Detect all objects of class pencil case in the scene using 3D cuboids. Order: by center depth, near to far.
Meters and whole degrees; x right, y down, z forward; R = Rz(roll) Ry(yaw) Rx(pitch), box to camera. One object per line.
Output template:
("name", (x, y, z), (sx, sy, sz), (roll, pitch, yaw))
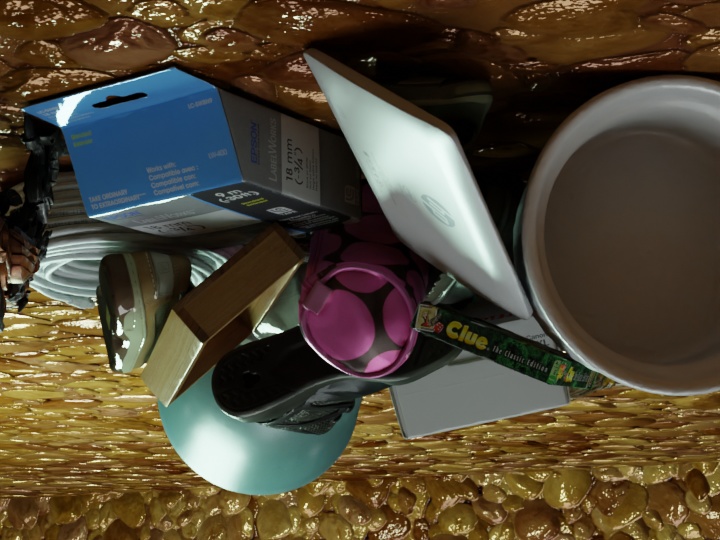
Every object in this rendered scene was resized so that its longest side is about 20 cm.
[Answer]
("pencil case", (0.000, 0.000, 1.268), (0.094, 0.091, 0.200), (39, -163, -12))

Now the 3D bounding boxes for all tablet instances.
("tablet", (0.038, -0.050, 1.099), (0.130, 0.014, 0.200), (34, 164, 36))

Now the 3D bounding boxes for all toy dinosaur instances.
("toy dinosaur", (-0.245, -0.031, 1.208), (0.101, 0.137, 0.200), (7, 166, -25))

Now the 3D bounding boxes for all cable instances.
("cable", (-0.190, -0.025, 1.387), (0.199, 0.070, 0.200), (-8, 164, 28))

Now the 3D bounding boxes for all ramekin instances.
("ramekin", (0.194, -0.019, 1.144), (0.199, 0.202, 0.098), (1, 175, -6))

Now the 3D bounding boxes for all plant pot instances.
("plant pot", (-0.085, 0.091, 1.639), (0.199, 0.202, 0.161), (2, 158, -10))

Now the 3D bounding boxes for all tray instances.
("tray", (-0.105, 0.035, 1.291), (0.099, 0.037, 0.200), (-41, 177, -21))

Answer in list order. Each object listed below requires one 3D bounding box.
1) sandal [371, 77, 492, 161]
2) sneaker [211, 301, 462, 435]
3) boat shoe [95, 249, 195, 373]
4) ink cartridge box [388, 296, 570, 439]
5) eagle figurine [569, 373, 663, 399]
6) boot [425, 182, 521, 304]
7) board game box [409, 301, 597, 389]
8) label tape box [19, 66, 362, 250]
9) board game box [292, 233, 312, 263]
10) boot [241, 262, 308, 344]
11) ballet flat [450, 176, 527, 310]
("sandal", (0.046, -0.084, 1.152), (0.079, 0.058, 0.201), (-1, 167, 2))
("sneaker", (-0.010, 0.074, 1.385), (0.198, 0.077, 0.114), (-21, 165, 6))
("boat shoe", (-0.159, 0.031, 1.345), (0.076, 0.072, 0.200), (-14, 171, -14))
("ink cartridge box", (0.098, 0.062, 1.508), (0.145, 0.083, 0.200), (-12, -166, 7))
("eagle figurine", (0.263, 0.046, 1.646), (0.151, 0.151, 0.201), (-36, 146, -25))
("boot", (0.154, 0.014, 1.269), (0.199, 0.073, 0.182), (19, 165, -10))
("board game box", (0.105, 0.055, 1.234), (0.104, 0.024, 0.200), (19, 180, 15))
("label tape box", (-0.113, -0.070, 1.201), (0.143, 0.064, 0.199), (-10, 164, 35))
("board game box", (-0.016, -0.017, 1.496), (0.199, 0.024, 0.105), (7, 167, -27))
("boot", (-0.101, 0.039, 1.466), (0.130, 0.068, 0.200), (-5, 173, -16))
("ballet flat", (0.078, -0.018, 1.387), (0.068, 0.068, 0.200), (11, 155, -6))
